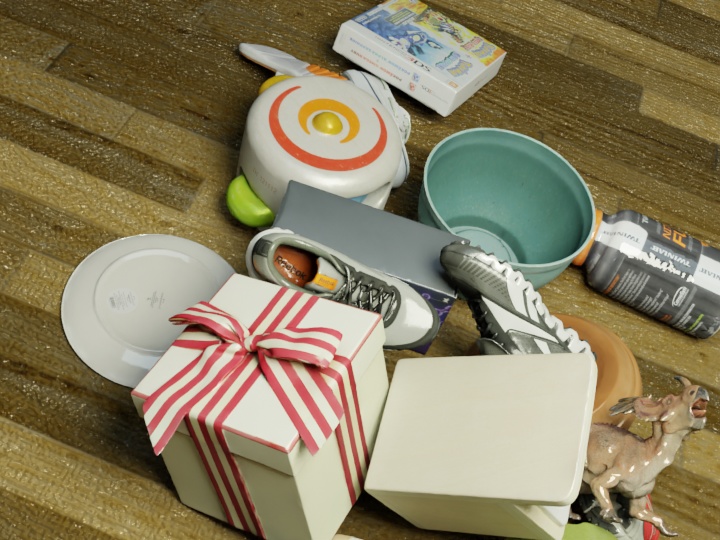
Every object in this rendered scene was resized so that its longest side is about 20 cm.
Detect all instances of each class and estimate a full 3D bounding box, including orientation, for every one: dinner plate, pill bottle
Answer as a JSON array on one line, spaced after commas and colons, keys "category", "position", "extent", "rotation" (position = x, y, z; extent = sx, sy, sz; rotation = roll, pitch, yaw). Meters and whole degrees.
[{"category": "dinner plate", "position": [-0.214, 0.035, 1.019], "extent": [0.199, 0.024, 0.201], "rotation": [7, 52, -9]}, {"category": "pill bottle", "position": [0.345, -0.005, 1.152], "extent": [0.199, 0.107, 0.107], "rotation": [25, 51, 4]}]

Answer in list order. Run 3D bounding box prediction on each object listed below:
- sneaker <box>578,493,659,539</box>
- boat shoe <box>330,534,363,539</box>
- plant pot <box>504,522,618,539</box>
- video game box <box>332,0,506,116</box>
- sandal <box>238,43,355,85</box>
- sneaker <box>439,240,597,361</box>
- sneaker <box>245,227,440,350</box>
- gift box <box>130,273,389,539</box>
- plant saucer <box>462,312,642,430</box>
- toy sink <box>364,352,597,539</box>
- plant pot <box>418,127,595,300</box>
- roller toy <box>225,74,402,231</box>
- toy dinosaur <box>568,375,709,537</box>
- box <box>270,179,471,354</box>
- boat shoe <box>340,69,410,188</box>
[{"category": "sneaker", "position": [0.252, 0.204, 0.998], "extent": [0.085, 0.077, 0.201], "rotation": [38, 27, -33]}, {"category": "boat shoe", "position": [-0.046, 0.318, 0.825], "extent": [0.069, 0.074, 0.200], "rotation": [19, 55, 30]}, {"category": "plant pot", "position": [0.179, 0.326, 0.819], "extent": [0.199, 0.201, 0.191], "rotation": [11, 39, -7]}, {"category": "video game box", "position": [0.086, -0.301, 1.317], "extent": [0.182, 0.047, 0.200], "rotation": [34, 38, 8]}, {"category": "sandal", "position": [-0.084, -0.240, 1.248], "extent": [0.079, 0.060, 0.206], "rotation": [-8, 31, -46]}, {"category": "sneaker", "position": [0.142, 0.058, 0.937], "extent": [0.200, 0.066, 0.091], "rotation": [43, 71, -16]}, {"category": "sneaker", "position": [-0.015, 0.023, 0.906], "extent": [0.199, 0.079, 0.074], "rotation": [24, 84, -10]}, {"category": "gift box", "position": [-0.078, 0.130, 0.847], "extent": [0.183, 0.188, 0.200], "rotation": [10, 44, 22]}, {"category": "plant saucer", "position": [0.192, 0.114, 1.008], "extent": [0.199, 0.038, 0.201], "rotation": [-9, 42, 8]}, {"category": "toy sink", "position": [0.125, 0.157, 0.843], "extent": [0.199, 0.112, 0.131], "rotation": [-7, 54, 36]}, {"category": "plant pot", "position": [0.152, -0.046, 1.110], "extent": [0.199, 0.135, 0.201], "rotation": [7, 52, -9]}, {"category": "roller toy", "position": [-0.048, -0.130, 1.115], "extent": [0.181, 0.140, 0.201], "rotation": [16, 50, -4]}, {"category": "toy dinosaur", "position": [0.226, 0.169, 0.893], "extent": [0.199, 0.086, 0.137], "rotation": [-4, 66, 27]}, {"category": "box", "position": [0.000, 0.000, 1.025], "extent": [0.199, 0.141, 0.079], "rotation": [18, 56, 0]}, {"category": "boat shoe", "position": [0.033, -0.189, 1.225], "extent": [0.066, 0.074, 0.201], "rotation": [-7, 55, -22]}]
